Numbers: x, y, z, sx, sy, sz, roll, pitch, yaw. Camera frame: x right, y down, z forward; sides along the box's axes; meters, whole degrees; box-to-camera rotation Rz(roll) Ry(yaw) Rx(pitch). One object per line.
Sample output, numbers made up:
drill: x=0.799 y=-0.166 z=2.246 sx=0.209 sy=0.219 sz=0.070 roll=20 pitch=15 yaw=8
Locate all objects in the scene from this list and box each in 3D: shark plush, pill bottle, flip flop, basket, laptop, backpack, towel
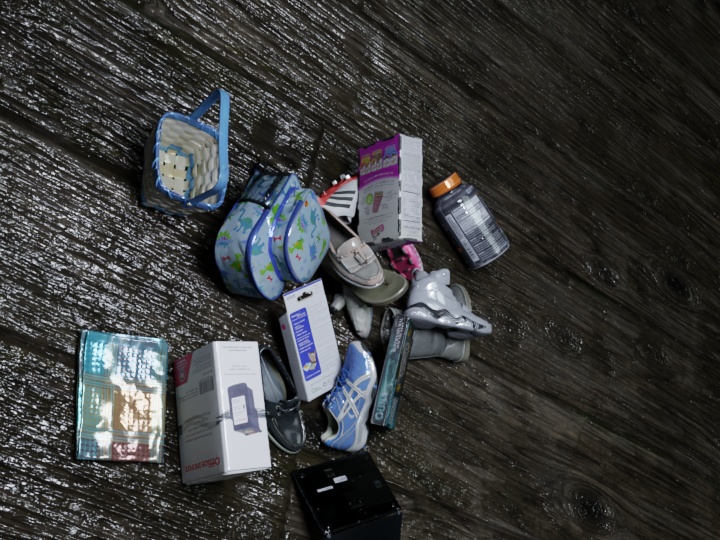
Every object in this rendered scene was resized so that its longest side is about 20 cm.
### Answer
shark plush: x=-0.005 y=0.029 z=1.741 sx=0.083 sy=0.091 sz=0.201 roll=46 pitch=30 yaw=-48
pill bottle: x=0.228 y=-0.111 z=1.935 sx=0.106 sy=0.106 sz=0.200 roll=-39 pitch=98 yaw=-41
flip flop: x=0.000 y=0.000 z=1.661 sx=0.081 sy=0.200 sz=0.058 roll=-45 pitch=146 yaw=-19
basket: x=-0.278 y=-0.188 z=1.489 sx=0.139 sy=0.200 sz=0.177 roll=14 pitch=65 yaw=-34
laptop: x=-0.025 y=0.442 z=1.572 sx=0.177 sy=0.103 sz=0.200 roll=-5 pitch=50 yaw=-41
backpack: x=-0.151 y=-0.053 z=1.548 sx=0.200 sy=0.146 sz=0.183 roll=-59 pitch=149 yaw=-32
towel: x=-0.367 y=0.194 z=1.386 sx=0.146 sy=0.022 sz=0.201 roll=11 pitch=66 yaw=-35

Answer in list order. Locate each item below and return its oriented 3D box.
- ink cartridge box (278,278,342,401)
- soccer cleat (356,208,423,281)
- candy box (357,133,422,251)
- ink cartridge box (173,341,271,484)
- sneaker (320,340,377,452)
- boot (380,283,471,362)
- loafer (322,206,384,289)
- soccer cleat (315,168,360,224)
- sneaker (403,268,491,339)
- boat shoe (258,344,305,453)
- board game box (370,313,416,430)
ink cartridge box: x=-0.089 y=0.122 z=1.592 sx=0.094 sy=0.037 sz=0.201 roll=-24 pitch=109 yaw=-42
soccer cleat: x=0.076 y=-0.075 z=1.821 sx=0.200 sy=0.070 sz=0.086 roll=54 pitch=49 yaw=-8
candy box: x=0.056 y=-0.145 z=1.709 sx=0.061 sy=0.136 sz=0.201 roll=7 pitch=80 yaw=-35
ink cartridge box: x=-0.220 y=0.225 z=1.409 sx=0.084 sy=0.145 sz=0.201 roll=5 pitch=70 yaw=-38
sneaker: x=-0.022 y=0.225 z=1.590 sx=0.077 sy=0.076 sz=0.201 roll=5 pitch=91 yaw=-27
boot: x=0.130 y=0.099 z=1.806 sx=0.199 sy=0.073 sz=0.183 roll=11 pitch=64 yaw=-28
loafer: x=-0.030 y=-0.043 z=1.623 sx=0.072 sy=0.063 sz=0.200 roll=-29 pitch=49 yaw=-19
soccer cleat: x=-0.029 y=-0.139 z=1.769 sx=0.200 sy=0.068 sz=0.085 roll=-37 pitch=106 yaw=-38
sneaker: x=0.176 y=0.064 z=1.759 sx=0.199 sy=0.075 sz=0.116 roll=15 pitch=67 yaw=-26
boat shoe: x=-0.138 y=0.216 z=1.532 sx=0.074 sy=0.066 sz=0.200 roll=-17 pitch=84 yaw=-42
board game box: x=0.062 y=0.188 z=1.640 sx=0.028 sy=0.135 sz=0.201 roll=11 pitch=79 yaw=12
